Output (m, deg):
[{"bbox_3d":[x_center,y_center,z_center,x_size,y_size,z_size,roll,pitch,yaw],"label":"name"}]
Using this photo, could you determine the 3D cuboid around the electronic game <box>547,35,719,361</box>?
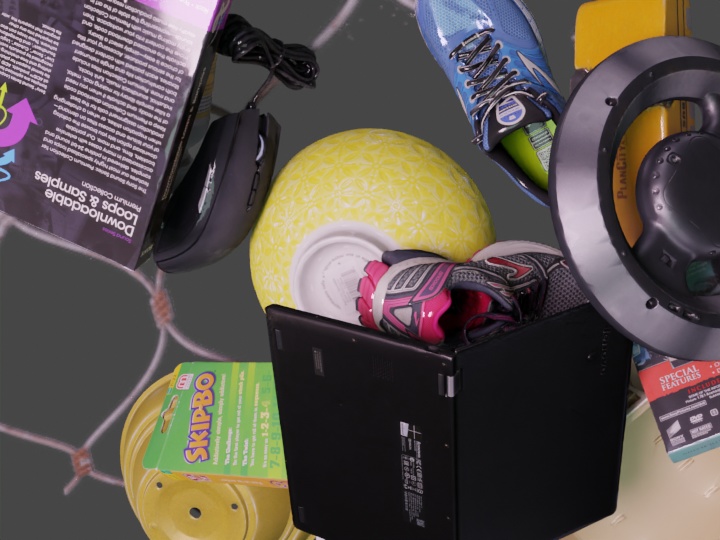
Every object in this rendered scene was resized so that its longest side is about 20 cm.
[{"bbox_3d":[0.203,-0.045,0.607,0.199,0.042,0.201,3,81,-20],"label":"electronic game"}]

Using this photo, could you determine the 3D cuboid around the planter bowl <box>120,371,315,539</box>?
[{"bbox_3d":[-0.128,0.188,0.847,0.199,0.083,0.201,3,106,11],"label":"planter bowl"}]

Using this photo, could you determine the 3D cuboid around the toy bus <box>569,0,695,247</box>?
[{"bbox_3d":[0.188,-0.084,0.676,0.065,0.078,0.201,-1,94,35],"label":"toy bus"}]

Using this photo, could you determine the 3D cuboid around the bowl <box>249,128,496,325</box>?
[{"bbox_3d":[0.000,0.000,0.752,0.199,0.108,0.201,3,107,11],"label":"bowl"}]

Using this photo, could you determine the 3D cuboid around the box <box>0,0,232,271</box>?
[{"bbox_3d":[-0.176,-0.117,0.639,0.142,0.036,0.201,24,108,4],"label":"box"}]

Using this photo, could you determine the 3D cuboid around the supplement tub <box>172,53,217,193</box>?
[{"bbox_3d":[-0.175,-0.167,0.720,0.145,0.145,0.201,13,108,8],"label":"supplement tub"}]

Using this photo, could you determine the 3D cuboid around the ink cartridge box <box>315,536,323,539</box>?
[{"bbox_3d":[0.005,0.219,0.814,0.050,0.109,0.201,-7,105,15],"label":"ink cartridge box"}]

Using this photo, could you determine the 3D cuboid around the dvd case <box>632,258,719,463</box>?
[{"bbox_3d":[0.245,0.015,0.671,0.146,0.201,0.022,-26,138,18],"label":"dvd case"}]

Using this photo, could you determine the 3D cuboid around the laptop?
[{"bbox_3d":[0.059,0.096,0.648,0.199,0.116,0.188,13,124,26],"label":"laptop"}]

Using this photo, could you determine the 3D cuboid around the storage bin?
[{"bbox_3d":[0.229,0.182,0.742,0.198,0.094,0.200,-43,98,9],"label":"storage bin"}]

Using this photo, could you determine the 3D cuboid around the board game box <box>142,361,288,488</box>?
[{"bbox_3d":[-0.075,0.117,0.764,0.199,0.096,0.030,-1,147,28],"label":"board game box"}]

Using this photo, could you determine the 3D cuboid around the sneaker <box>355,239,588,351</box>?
[{"bbox_3d":[0.094,0.027,0.699,0.075,0.199,0.081,22,112,50],"label":"sneaker"}]

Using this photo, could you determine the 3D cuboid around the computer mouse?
[{"bbox_3d":[-0.099,-0.081,0.711,0.046,0.140,0.201,34,97,25],"label":"computer mouse"}]

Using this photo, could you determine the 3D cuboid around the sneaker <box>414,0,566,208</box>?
[{"bbox_3d":[0.105,-0.129,0.701,0.078,0.089,0.200,-34,97,18],"label":"sneaker"}]
